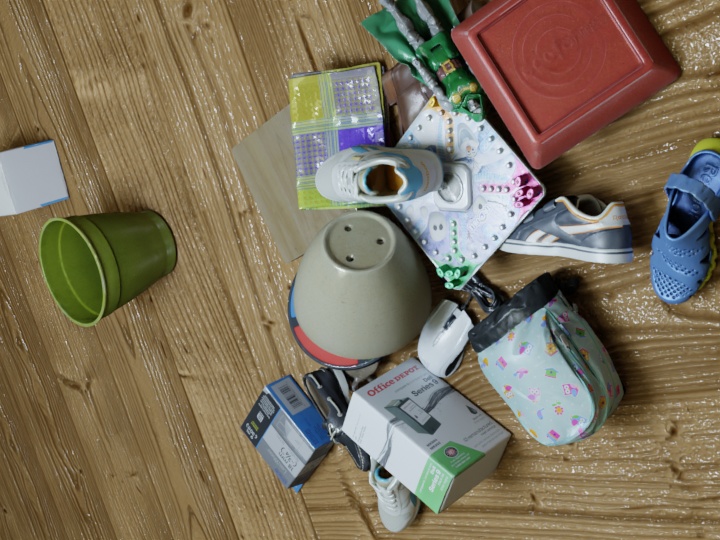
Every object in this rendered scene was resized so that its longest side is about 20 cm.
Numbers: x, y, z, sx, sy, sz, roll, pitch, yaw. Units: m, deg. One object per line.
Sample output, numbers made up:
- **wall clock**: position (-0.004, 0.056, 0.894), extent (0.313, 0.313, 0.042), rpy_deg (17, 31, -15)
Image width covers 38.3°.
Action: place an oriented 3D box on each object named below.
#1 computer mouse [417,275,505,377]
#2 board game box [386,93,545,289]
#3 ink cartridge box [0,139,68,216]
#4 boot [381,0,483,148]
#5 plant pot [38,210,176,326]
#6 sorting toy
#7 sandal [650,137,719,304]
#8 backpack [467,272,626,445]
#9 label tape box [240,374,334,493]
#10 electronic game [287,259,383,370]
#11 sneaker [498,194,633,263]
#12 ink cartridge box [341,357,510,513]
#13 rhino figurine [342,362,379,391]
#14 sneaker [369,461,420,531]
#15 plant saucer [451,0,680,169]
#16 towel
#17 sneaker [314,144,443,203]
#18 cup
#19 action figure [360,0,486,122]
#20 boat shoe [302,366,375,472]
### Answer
- **computer mouse**: position (0.128, 0.084, 1.493), extent (0.110, 0.044, 0.201), rpy_deg (40, 131, 23)
- **board game box**: position (0.115, -0.107, 1.341), extent (0.200, 0.026, 0.200), rpy_deg (52, 129, 17)
- **ink cartridge box**: position (-0.719, -0.185, 2.139), extent (0.199, 0.128, 0.126), rpy_deg (-2, 106, 45)
- **boot**: position (0.132, -0.227, 1.349), extent (0.199, 0.064, 0.187), rpy_deg (-29, 89, 42)
- **plant pot**: position (-0.449, -0.025, 1.898), extent (0.200, 0.192, 0.202), rpy_deg (20, 121, 38)
- **sorting toy**: position (-0.079, -0.141, 1.578), extent (0.198, 0.069, 0.201), rpy_deg (-27, 89, 47)
- **sandal**: position (0.366, -0.049, 1.175), extent (0.079, 0.087, 0.201), rpy_deg (24, 125, 33)
- **backpack**: position (0.242, 0.125, 1.342), extent (0.201, 0.126, 0.167), rpy_deg (54, 132, 8)
- **label tape box**: position (-0.139, 0.303, 1.833), extent (0.144, 0.063, 0.200), rpy_deg (49, 134, 18)
- **electronic game**: position (-0.017, 0.048, 1.542), extent (0.198, 0.042, 0.202), rpy_deg (-5, 76, 21)
- **sneaker**: position (0.253, -0.056, 1.289), extent (0.199, 0.078, 0.080), rpy_deg (7, 101, 48)
- **ink cartridge box**: position (0.094, 0.236, 1.517), extent (0.200, 0.146, 0.084), rpy_deg (37, 130, 27)
- **rhino figurine**: position (0.000, 0.114, 1.620), extent (0.087, 0.060, 0.201), rpy_deg (37, 131, 31)
- **sneaker**: position (0.049, 0.333, 1.641), extent (0.076, 0.081, 0.201), rpy_deg (23, 123, 34)
- **plant saucer**: position (0.229, -0.253, 1.192), extent (0.199, 0.037, 0.201), rpy_deg (-33, 82, 18)
- **towel**: position (-0.029, -0.188, 1.468), extent (0.142, 0.023, 0.202), rpy_deg (-2, 93, 10)
- **sneaker**: position (0.008, -0.124, 1.356), extent (0.199, 0.081, 0.077), rpy_deg (-1, 103, 42)
- **cup**: position (0.000, 0.000, 1.425), extent (0.200, 0.200, 0.144), rpy_deg (40, 157, 25)
- **action figure**: position (0.098, -0.266, 1.280), extent (0.118, 0.055, 0.201), rpy_deg (-35, 78, 9)
- **boat shoe**: position (-0.033, 0.231, 1.607), extent (0.074, 0.060, 0.201), rpy_deg (102, 150, -48)
